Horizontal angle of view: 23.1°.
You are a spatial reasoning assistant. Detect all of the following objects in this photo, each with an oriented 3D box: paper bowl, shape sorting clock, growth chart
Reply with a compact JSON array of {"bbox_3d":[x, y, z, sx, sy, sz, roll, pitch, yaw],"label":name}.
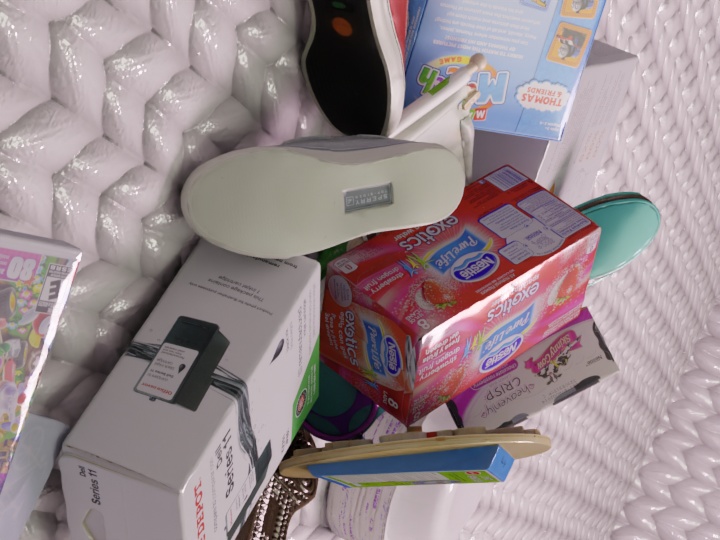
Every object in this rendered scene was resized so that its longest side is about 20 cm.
[{"bbox_3d":[0.060,0.174,1.632,0.201,0.104,0.201,-52,155,-37],"label":"paper bowl"},{"bbox_3d":[0.040,0.133,1.283,0.200,0.199,0.039,32,55,-71],"label":"shape sorting clock"},{"bbox_3d":[0.038,-0.050,1.298,0.145,0.018,0.200,-34,144,-31],"label":"growth chart"}]

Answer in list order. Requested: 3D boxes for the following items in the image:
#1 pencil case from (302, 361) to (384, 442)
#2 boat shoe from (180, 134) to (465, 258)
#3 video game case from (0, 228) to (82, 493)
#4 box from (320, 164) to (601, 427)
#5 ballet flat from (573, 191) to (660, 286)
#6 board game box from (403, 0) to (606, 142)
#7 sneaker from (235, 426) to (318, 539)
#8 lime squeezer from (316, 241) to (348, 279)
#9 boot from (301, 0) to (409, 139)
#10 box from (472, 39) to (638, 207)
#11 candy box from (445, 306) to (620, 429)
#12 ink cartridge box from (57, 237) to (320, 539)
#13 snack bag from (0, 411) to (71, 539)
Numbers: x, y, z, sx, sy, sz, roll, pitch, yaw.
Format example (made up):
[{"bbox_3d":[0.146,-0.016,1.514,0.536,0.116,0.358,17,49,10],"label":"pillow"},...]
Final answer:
[{"bbox_3d":[0.016,0.071,1.413,0.200,0.092,0.085,-33,109,-60],"label":"pencil case"},{"bbox_3d":[-0.031,-0.051,1.135,0.200,0.071,0.070,-7,103,-30],"label":"boat shoe"},{"bbox_3d":[-0.218,0.072,0.847,0.143,0.018,0.201,12,99,-56],"label":"video game case"},{"bbox_3d":[0.072,0.016,1.298,0.200,0.100,0.096,-30,142,-36],"label":"box"},{"bbox_3d":[0.156,-0.008,1.456,0.200,0.070,0.067,-33,107,-20],"label":"ballet flat"},{"bbox_3d":[0.109,-0.201,1.300,0.151,0.037,0.201,6,112,-26],"label":"board game box"},{"bbox_3d":[-0.089,0.177,1.315,0.071,0.075,0.200,60,24,-21],"label":"sneaker"},{"bbox_3d":[0.000,0.000,1.335,0.200,0.038,0.071,-7,96,-55],"label":"lime squeezer"},{"bbox_3d":[0.022,-0.191,1.164,0.144,0.072,0.200,-54,154,-35],"label":"boot"},{"bbox_3d":[0.139,-0.125,1.490,0.200,0.106,0.153,-20,132,-65],"label":"box"},{"bbox_3d":[0.134,0.086,1.459,0.136,0.061,0.200,-27,177,1],"label":"candy box"},{"bbox_3d":[-0.102,0.095,1.112,0.147,0.083,0.200,92,22,-49],"label":"ink cartridge box"},{"bbox_3d":[-0.236,0.145,0.939,0.189,0.021,0.200,-65,160,-4],"label":"snack bag"}]
